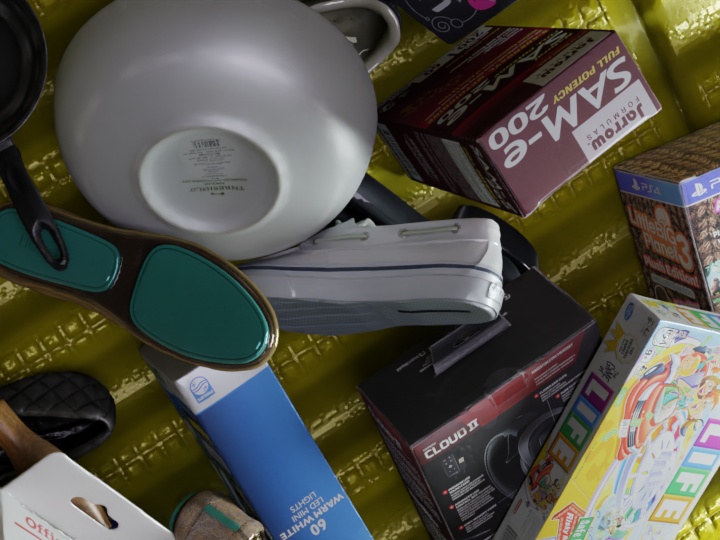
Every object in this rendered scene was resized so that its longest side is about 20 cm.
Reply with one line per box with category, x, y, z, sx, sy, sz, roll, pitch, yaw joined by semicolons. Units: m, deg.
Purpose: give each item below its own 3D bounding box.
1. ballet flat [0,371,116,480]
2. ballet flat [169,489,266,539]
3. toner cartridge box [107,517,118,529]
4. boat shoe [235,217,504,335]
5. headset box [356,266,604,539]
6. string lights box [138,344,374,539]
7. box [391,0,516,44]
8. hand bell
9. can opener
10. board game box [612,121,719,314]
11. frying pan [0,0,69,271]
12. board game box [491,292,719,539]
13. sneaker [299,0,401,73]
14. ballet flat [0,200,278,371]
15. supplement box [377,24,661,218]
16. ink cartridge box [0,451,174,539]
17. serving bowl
ballet flat;-0.251;0.113;0.945;0.200;0.057;0.067;-22;110;-14
ballet flat;-0.069;0.223;0.982;0.068;0.067;0.200;-52;143;-29
toner cartridge box;-0.220;0.193;0.953;0.200;0.043;0.095;20;113;-28
boat shoe;0.000;0.000;0.976;0.200;0.074;0.067;1;67;20
headset box;0.097;0.106;1.017;0.149;0.077;0.200;-34;132;-10
string lights box;-0.061;0.126;0.989;0.059;0.103;0.200;-34;108;-13
box;0.029;-0.261;0.922;0.200;0.115;0.132;34;57;-22
hand bell;-0.221;0.086;0.904;0.104;0.104;0.200;-42;97;-7
can opener;0.033;-0.020;1.026;0.200;0.079;0.063;27;129;-18
board game box;0.297;-0.007;1.090;0.159;0.097;0.200;-22;106;-14
frying pan;-0.215;-0.102;0.905;0.190;0.031;0.115;39;89;-1
board game box;0.187;0.117;1.006;0.134;0.034;0.200;11;114;-37
sneaker;-0.062;-0.127;0.948;0.200;0.090;0.067;-26;108;-12
ballet flat;-0.134;0.006;0.922;0.200;0.063;0.069;24;89;12
supplement box;0.089;-0.100;0.946;0.109;0.200;0.061;-39;109;-9
ink cartridge box;-0.215;0.208;0.887;0.200;0.067;0.116;-36;126;13
serving bowl;-0.089;-0.074;0.905;0.200;0.066;0.200;0;134;0
